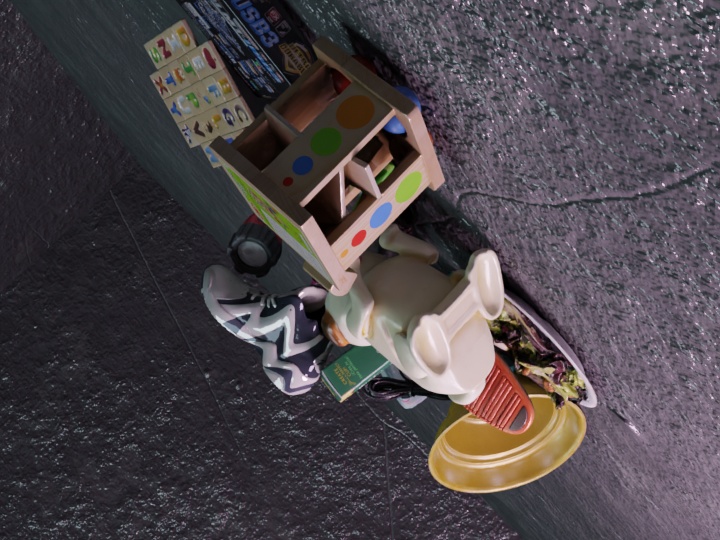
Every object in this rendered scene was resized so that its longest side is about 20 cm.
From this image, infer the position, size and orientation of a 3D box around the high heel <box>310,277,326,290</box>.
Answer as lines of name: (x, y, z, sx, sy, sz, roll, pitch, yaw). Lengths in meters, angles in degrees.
high heel: (-0.038, -0.013, 1.626, 0.067, 0.201, 0.096, -4, 134, 17)

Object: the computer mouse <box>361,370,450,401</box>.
computer mouse: (0.078, 0.074, 1.503, 0.139, 0.202, 0.046, 3, 147, 5)

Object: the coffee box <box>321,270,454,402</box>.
coffee box: (0.041, 0.083, 1.416, 0.044, 0.199, 0.123, 53, 172, 5)

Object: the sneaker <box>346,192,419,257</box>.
sneaker: (0.032, -0.053, 1.273, 0.115, 0.076, 0.200, 33, 164, 47)

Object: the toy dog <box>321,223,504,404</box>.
toy dog: (0.047, 0.040, 1.236, 0.199, 0.140, 0.195, 21, 154, 41)

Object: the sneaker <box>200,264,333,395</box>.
sneaker: (-0.099, 0.039, 1.426, 0.200, 0.130, 0.079, 51, -155, 22)

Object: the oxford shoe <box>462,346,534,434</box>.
oxford shoe: (0.130, 0.099, 1.286, 0.072, 0.072, 0.200, 1, -141, -48)

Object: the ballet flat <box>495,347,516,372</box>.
ballet flat: (0.179, 0.150, 1.530, 0.067, 0.068, 0.201, 48, 173, 44)

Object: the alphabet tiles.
alphabet tiles: (-0.184, -0.198, 1.341, 0.199, 0.006, 0.168, -4, 117, 61)

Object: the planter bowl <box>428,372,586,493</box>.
planter bowl: (0.171, 0.184, 1.446, 0.201, 0.199, 0.084, 55, -165, -47)

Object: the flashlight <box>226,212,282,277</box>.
flashlight: (-0.115, -0.072, 1.536, 0.068, 0.067, 0.201, 61, -154, -25)

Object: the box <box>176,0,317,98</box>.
box: (-0.129, -0.261, 1.174, 0.200, 0.050, 0.198, 50, 171, -17)

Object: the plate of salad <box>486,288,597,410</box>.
plate of salad: (0.177, 0.083, 1.275, 0.200, 0.048, 0.200, 45, 171, 9)

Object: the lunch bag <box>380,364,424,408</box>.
lunch bag: (0.056, 0.084, 1.656, 0.201, 0.121, 0.170, 62, 178, 10)

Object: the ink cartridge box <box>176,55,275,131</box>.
ink cartridge box: (-0.124, -0.176, 1.431, 0.145, 0.083, 0.200, 42, 170, 25)

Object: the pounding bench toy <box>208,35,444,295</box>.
pounding bench toy: (-0.011, -0.082, 1.050, 0.124, 0.156, 0.200, 40, 170, 28)
